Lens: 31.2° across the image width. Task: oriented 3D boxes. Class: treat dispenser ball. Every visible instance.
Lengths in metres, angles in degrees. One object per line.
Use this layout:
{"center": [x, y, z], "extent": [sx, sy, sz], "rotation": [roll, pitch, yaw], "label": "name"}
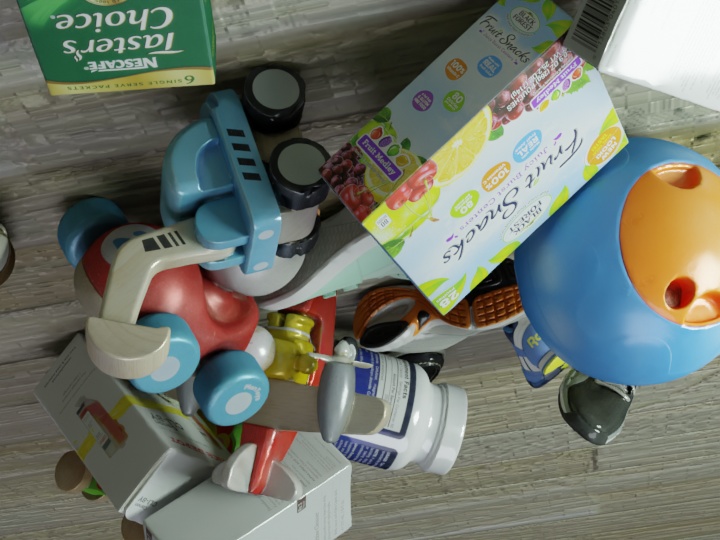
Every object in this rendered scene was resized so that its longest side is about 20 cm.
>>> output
{"center": [0.226, -0.007, 1.060], "extent": [0.197, 0.204, 0.202], "rotation": [-4, 153, -2], "label": "treat dispenser ball"}

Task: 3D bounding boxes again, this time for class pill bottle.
{"center": [0.006, 0.143, 1.350], "extent": [0.197, 0.117, 0.116], "rotation": [17, 148, -10], "label": "pill bottle"}

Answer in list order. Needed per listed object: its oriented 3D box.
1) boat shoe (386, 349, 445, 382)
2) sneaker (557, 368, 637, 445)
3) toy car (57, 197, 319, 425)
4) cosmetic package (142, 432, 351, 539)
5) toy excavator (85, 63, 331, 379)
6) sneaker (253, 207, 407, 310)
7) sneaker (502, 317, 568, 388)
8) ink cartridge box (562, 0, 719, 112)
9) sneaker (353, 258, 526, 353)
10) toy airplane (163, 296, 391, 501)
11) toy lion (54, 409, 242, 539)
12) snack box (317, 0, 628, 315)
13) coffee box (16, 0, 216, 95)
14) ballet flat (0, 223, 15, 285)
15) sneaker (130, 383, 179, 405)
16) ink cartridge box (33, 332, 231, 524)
{"center": [0.031, 0.145, 1.461], "extent": [0.073, 0.061, 0.199], "rotation": [16, 145, -32], "label": "boat shoe"}
{"center": [0.269, 0.086, 1.311], "extent": [0.075, 0.200, 0.116], "rotation": [35, 123, 4], "label": "sneaker"}
{"center": [-0.119, -0.016, 1.066], "extent": [0.200, 0.185, 0.176], "rotation": [-46, 140, 9], "label": "toy car"}
{"center": [-0.107, 0.246, 1.247], "extent": [0.199, 0.081, 0.114], "rotation": [-33, 143, -28], "label": "cosmetic package"}
{"center": [-0.117, -0.032, 0.933], "extent": [0.197, 0.197, 0.100], "rotation": [-14, 157, -16], "label": "toy excavator"}
{"center": [0.000, 0.000, 1.162], "extent": [0.199, 0.075, 0.118], "rotation": [-28, 139, 32], "label": "sneaker"}
{"center": [0.192, 0.070, 1.351], "extent": [0.074, 0.083, 0.200], "rotation": [-38, 169, -5], "label": "sneaker"}
{"center": [0.243, -0.168, 0.872], "extent": [0.198, 0.050, 0.110], "rotation": [12, 112, -31], "label": "ink cartridge box"}
{"center": [0.095, 0.038, 1.275], "extent": [0.198, 0.077, 0.092], "rotation": [-13, 160, 29], "label": "sneaker"}
{"center": [-0.087, 0.110, 1.187], "extent": [0.198, 0.200, 0.142], "rotation": [-30, 137, 3], "label": "toy airplane"}
{"center": [-0.220, 0.198, 1.422], "extent": [0.199, 0.193, 0.069], "rotation": [26, 173, 36], "label": "toy lion"}
{"center": [0.088, -0.084, 0.943], "extent": [0.200, 0.068, 0.169], "rotation": [-41, 146, 1], "label": "snack box"}
{"center": [-0.158, -0.188, 0.814], "extent": [0.121, 0.045, 0.201], "rotation": [-4, 152, -4], "label": "coffee box"}
{"center": [-0.331, -0.036, 1.039], "extent": [0.071, 0.069, 0.200], "rotation": [4, 155, 31], "label": "ballet flat"}
{"center": [-0.173, 0.107, 1.334], "extent": [0.075, 0.077, 0.199], "rotation": [-29, 145, 35], "label": "sneaker"}
{"center": [-0.218, 0.170, 1.304], "extent": [0.084, 0.200, 0.145], "rotation": [-50, 141, 4], "label": "ink cartridge box"}
